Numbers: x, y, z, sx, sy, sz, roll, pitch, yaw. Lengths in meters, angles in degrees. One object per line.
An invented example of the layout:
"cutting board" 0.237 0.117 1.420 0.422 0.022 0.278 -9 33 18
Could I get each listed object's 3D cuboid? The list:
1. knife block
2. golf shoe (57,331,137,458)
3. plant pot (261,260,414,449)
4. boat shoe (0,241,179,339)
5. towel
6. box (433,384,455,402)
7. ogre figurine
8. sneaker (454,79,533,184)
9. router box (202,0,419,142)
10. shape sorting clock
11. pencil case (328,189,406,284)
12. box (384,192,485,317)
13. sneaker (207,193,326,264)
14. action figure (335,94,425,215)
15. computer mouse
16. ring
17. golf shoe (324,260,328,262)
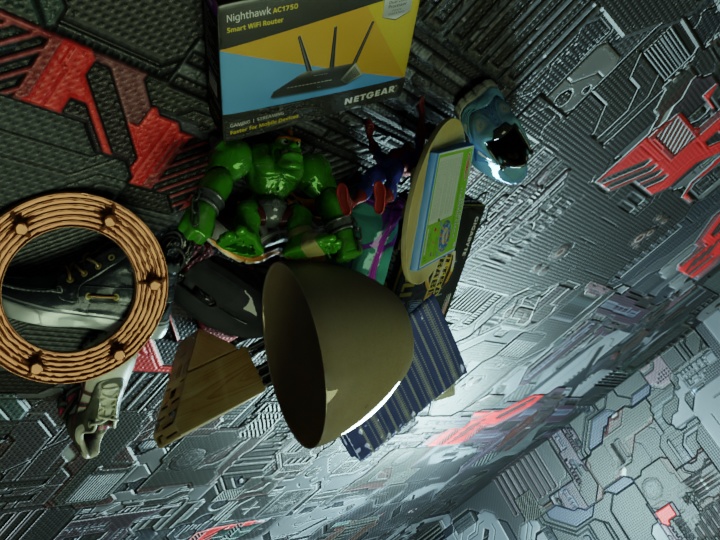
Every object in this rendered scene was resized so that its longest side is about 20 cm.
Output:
"knife block" -0.176 0.166 1.040 0.174 0.203 0.064 30 138 -27
"golf shoe" -0.326 0.155 0.969 0.076 0.089 0.201 -1 138 -40
"plant pot" -0.018 0.081 0.845 0.132 0.203 0.202 -10 146 -23
"boat shoe" -0.293 0.010 0.803 0.197 0.071 0.093 11 100 -31
"towel" 0.042 0.142 0.982 0.199 0.024 0.146 -37 124 -14
"box" 0.031 0.152 1.038 0.196 0.068 0.084 -12 108 -23
"ogre figurine" -0.091 -0.075 0.781 0.195 0.123 0.098 -2 159 -15
"sneaker" 0.180 -0.153 0.971 0.078 0.091 0.200 -36 151 10
"router box" -0.045 -0.211 0.699 0.196 0.052 0.151 -20 148 -20
"shape sorting clock" 0.089 -0.083 0.916 0.200 0.039 0.204 -44 143 -47
"pencil case" 0.000 0.000 0.954 0.084 0.092 0.205 6 103 -36
"box" 0.088 -0.007 1.066 0.158 0.049 0.204 -3 117 -48
"sneaker" -0.103 -0.059 0.874 0.197 0.078 0.078 -3 128 -47
"action figure" 0.030 -0.137 0.850 0.064 0.101 0.200 1 -160 19
"computer mouse" -0.167 0.039 0.910 0.197 0.053 0.139 19 124 -29
"ring" -0.289 0.022 0.755 0.196 0.019 0.205 -11 113 -27
"golf shoe" -0.037 -0.013 1.024 0.197 0.078 0.099 -16 132 -37
